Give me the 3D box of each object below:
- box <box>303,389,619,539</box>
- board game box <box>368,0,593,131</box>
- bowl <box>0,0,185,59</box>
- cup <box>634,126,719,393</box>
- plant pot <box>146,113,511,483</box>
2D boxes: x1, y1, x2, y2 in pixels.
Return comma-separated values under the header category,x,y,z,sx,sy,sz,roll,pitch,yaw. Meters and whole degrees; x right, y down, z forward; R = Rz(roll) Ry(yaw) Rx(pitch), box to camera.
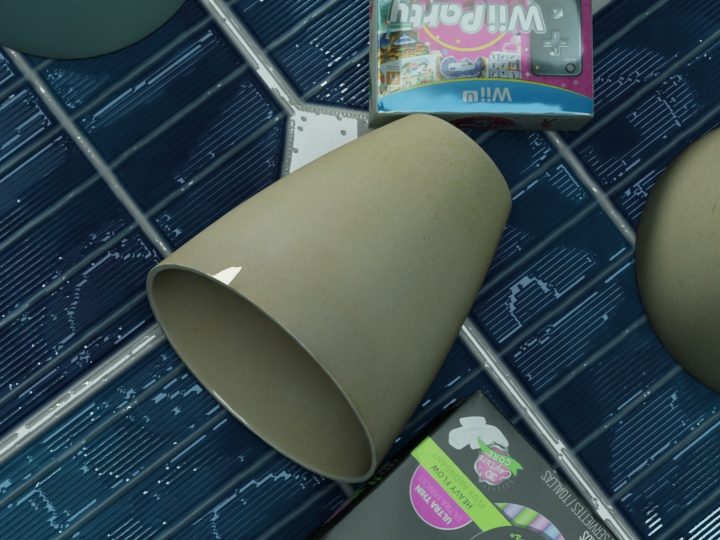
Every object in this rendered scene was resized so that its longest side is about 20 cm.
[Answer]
category,x,y,z,sx,sy,sz,roll,pitch,yaw
box,0.044,0.198,1.602,0.200,0.124,0.149,-42,89,-9
board game box,0.079,-0.196,1.688,0.147,0.064,0.200,0,84,-6
bowl,-0.191,-0.245,1.644,0.201,0.105,0.201,1,83,-7
cup,0.291,-0.016,1.647,0.200,0.143,0.200,1,82,-6
plant pot,0.000,0.000,1.610,0.187,0.187,0.200,44,67,1
